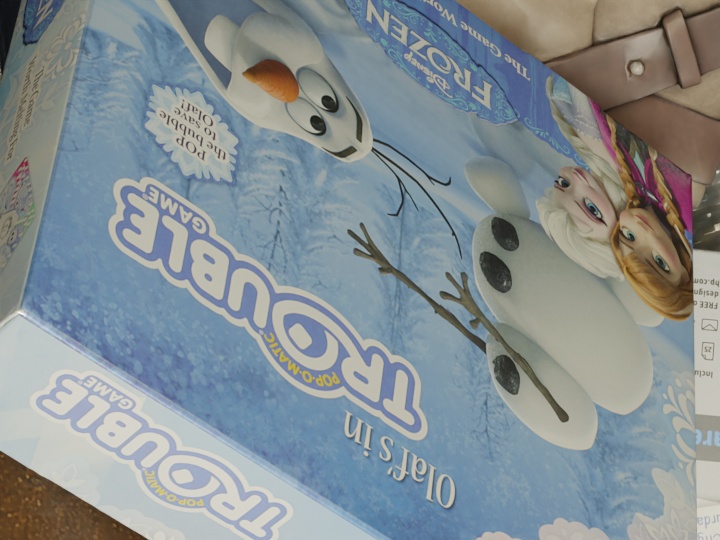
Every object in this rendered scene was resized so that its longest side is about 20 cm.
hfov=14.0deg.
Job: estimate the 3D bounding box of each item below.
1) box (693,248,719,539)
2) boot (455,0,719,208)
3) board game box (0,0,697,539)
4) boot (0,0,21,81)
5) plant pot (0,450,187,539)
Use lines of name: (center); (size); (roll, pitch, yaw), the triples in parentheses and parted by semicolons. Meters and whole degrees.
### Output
box: (0.128, 0.098, 0.863); (0.155, 0.041, 0.201); (6, 86, -8)
boot: (0.024, -0.086, 0.838); (0.199, 0.070, 0.147); (2, 99, -10)
board game box: (0.000, 0.000, 0.721); (0.200, 0.043, 0.199); (34, 39, -25)
boot: (-0.075, -0.040, 0.816); (0.072, 0.090, 0.201); (-9, 87, -9)
plant pot: (-0.129, 0.051, 0.724); (0.186, 0.187, 0.200); (-22, 70, -9)
